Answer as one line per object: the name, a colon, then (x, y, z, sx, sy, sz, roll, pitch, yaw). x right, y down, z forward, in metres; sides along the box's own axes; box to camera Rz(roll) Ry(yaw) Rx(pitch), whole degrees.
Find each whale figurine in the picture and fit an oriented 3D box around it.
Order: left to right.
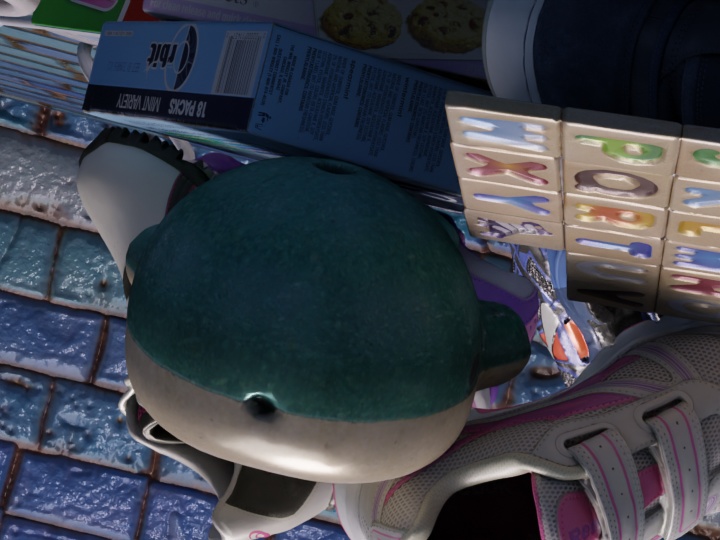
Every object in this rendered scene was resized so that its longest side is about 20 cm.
whale figurine: (-0.010, -0.003, 0.719, 0.158, 0.104, 0.200, 14, -156, 9)

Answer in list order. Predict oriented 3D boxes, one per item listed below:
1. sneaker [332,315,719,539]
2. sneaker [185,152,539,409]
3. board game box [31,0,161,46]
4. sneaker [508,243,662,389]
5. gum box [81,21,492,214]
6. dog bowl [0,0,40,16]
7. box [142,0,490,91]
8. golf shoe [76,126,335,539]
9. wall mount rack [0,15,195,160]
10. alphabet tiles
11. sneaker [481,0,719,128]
sneaker: (0.089, 0.080, 0.713, 0.199, 0.082, 0.088, -21, -162, 3)
sneaker: (0.000, 0.000, 0.867, 0.200, 0.081, 0.088, 32, -127, 29)
board game box: (-0.045, -0.114, 0.948, 0.153, 0.041, 0.200, 15, 180, -42)
sneaker: (0.117, 0.015, 0.969, 0.078, 0.075, 0.200, 32, 151, 39)
gum box: (0.008, -0.057, 0.798, 0.199, 0.045, 0.170, 15, 179, -29)
dog bowl: (-0.199, -0.145, 0.711, 0.199, 0.059, 0.200, 15, 180, 0)
box: (0.008, -0.101, 0.758, 0.199, 0.042, 0.039, 15, -179, 25)
golf shoe: (-0.073, 0.023, 0.817, 0.200, 0.088, 0.077, 50, 154, 19)
wall mount rack: (-0.118, -0.108, 1.095, 0.174, 0.075, 0.200, 53, -151, 20)
alphabet tiles: (0.115, -0.009, 0.619, 0.166, 0.008, 0.200, 9, 166, 9)
sneaker: (0.142, -0.030, 0.672, 0.146, 0.077, 0.202, 13, 161, 33)
